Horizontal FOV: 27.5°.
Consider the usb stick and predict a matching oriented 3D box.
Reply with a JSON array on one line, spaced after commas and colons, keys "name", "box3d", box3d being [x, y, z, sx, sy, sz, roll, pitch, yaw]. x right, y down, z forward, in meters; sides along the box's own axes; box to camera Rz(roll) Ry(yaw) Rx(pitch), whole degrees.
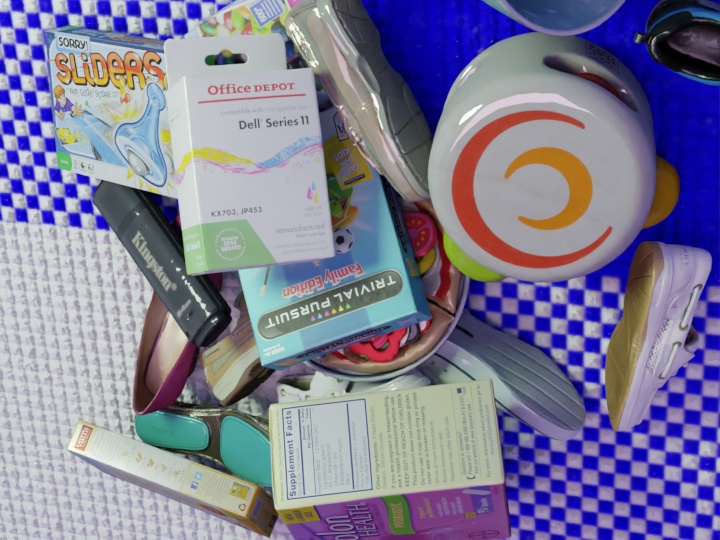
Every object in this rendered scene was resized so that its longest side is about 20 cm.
[{"name": "usb stick", "box3d": [-0.191, -0.016, 1.401, 0.055, 0.033, 0.200, -46, 67, 21]}]

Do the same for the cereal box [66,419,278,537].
[{"name": "cereal box", "box3d": [-0.186, 0.212, 1.495, 0.199, 0.144, 0.040, 20, 76, 11]}]

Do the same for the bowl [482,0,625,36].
[{"name": "bowl", "box3d": [0.124, -0.285, 1.127, 0.105, 0.200, 0.202, 17, 124, 50]}]

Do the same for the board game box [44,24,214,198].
[{"name": "board game box", "box3d": [-0.209, -0.146, 1.343, 0.199, 0.034, 0.136, 14, 114, 40]}]

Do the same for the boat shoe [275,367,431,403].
[{"name": "boat shoe", "box3d": [-0.018, 0.111, 1.398, 0.199, 0.071, 0.070, -19, 93, 45]}]

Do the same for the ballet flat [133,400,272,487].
[{"name": "ballet flat", "box3d": [-0.134, 0.163, 1.479, 0.199, 0.075, 0.068, 12, 108, 28]}]

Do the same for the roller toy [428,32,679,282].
[{"name": "roller toy", "box3d": [0.154, -0.097, 1.215, 0.199, 0.140, 0.183, -11, 115, 16]}]

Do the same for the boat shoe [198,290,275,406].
[{"name": "boat shoe", "box3d": [-0.093, 0.048, 1.420, 0.200, 0.072, 0.076, -43, 77, 27]}]

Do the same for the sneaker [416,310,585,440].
[{"name": "sneaker", "box3d": [0.117, 0.097, 1.368, 0.199, 0.073, 0.071, 36, 137, 8]}]

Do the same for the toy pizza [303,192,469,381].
[{"name": "toy pizza", "box3d": [0.000, 0.000, 1.331, 0.199, 0.032, 0.202, -1, 86, 14]}]

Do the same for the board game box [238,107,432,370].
[{"name": "board game box", "box3d": [-0.037, -0.031, 1.302, 0.150, 0.047, 0.201, -20, 75, 16]}]

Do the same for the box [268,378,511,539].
[{"name": "box", "box3d": [0.031, 0.184, 1.325, 0.198, 0.097, 0.176, -6, 154, 4]}]

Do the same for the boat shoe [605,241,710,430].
[{"name": "boat shoe", "box3d": [0.261, 0.063, 1.280, 0.069, 0.071, 0.201, 1, 131, -8]}]

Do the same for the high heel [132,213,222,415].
[{"name": "high heel", "box3d": [-0.183, 0.044, 1.432, 0.067, 0.096, 0.201, 13, 117, 15]}]

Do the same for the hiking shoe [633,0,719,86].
[{"name": "hiking shoe", "box3d": [0.317, -0.163, 1.152, 0.199, 0.087, 0.075, 11, 117, 16]}]

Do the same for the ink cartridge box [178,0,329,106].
[{"name": "ink cartridge box", "box3d": [-0.090, -0.186, 1.326, 0.199, 0.042, 0.120, -27, 102, 30]}]

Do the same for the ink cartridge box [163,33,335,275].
[{"name": "ink cartridge box", "box3d": [-0.095, -0.103, 1.228, 0.116, 0.067, 0.202, -7, 89, -20]}]

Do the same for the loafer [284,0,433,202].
[{"name": "loafer", "box3d": [0.003, -0.146, 1.257, 0.063, 0.072, 0.201, -22, 99, 33]}]
